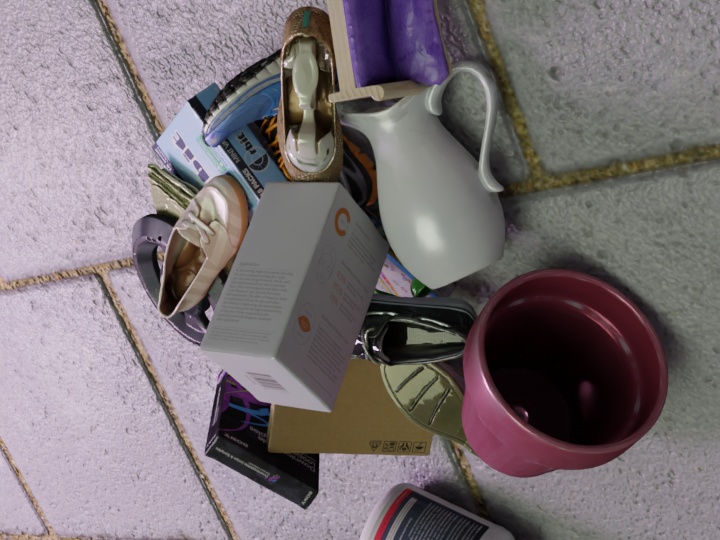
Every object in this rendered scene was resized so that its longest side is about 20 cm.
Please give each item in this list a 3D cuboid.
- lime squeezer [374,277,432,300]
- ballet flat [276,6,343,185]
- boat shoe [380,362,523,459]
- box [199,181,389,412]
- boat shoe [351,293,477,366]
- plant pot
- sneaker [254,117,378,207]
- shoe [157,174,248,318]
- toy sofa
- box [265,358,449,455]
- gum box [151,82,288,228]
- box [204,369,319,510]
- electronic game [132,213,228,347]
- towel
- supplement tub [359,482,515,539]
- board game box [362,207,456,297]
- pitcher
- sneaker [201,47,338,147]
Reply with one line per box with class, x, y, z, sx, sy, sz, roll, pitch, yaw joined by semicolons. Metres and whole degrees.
lime squeezer;0.053;0.009;1.309;0.199;0.038;0.071;-12;67;24
ballet flat;-0.054;-0.159;1.185;0.070;0.065;0.201;-1;116;6
boat shoe;0.108;0.149;1.349;0.200;0.068;0.075;38;113;-5
box;-0.063;0.025;1.222;0.097;0.201;0.124;4;151;32
boat shoe;0.026;0.065;1.267;0.199;0.071;0.073;-7;112;14
plant pot;0.190;0.124;1.226;0.200;0.200;0.179;40;151;9
sneaker;-0.066;-0.139;1.311;0.200;0.077;0.078;43;137;8
shoe;-0.181;-0.022;1.337;0.070;0.053;0.201;37;128;12
toy sofa;0.015;-0.263;1.123;0.097;0.083;0.201;-3;99;33
box;-0.002;0.144;1.377;0.199;0.021;0.164;3;119;-12
gum box;-0.157;-0.110;1.374;0.170;0.044;0.200;53;157;-5
box;-0.116;0.198;1.468;0.142;0.200;0.036;31;110;-14
electronic game;-0.215;0.018;1.473;0.200;0.042;0.201;33;144;28
towel;-0.193;-0.035;1.454;0.148;0.036;0.201;38;154;29
supplement tub;0.106;0.362;1.469;0.199;0.140;0.141;21;129;25
board game box;0.000;0.000;1.383;0.200;0.034;0.135;42;135;7
pitcher;0.088;-0.096;1.202;0.171;0.121;0.201;-23;91;35
sneaker;-0.078;-0.181;1.242;0.199;0.079;0.089;-31;109;8
